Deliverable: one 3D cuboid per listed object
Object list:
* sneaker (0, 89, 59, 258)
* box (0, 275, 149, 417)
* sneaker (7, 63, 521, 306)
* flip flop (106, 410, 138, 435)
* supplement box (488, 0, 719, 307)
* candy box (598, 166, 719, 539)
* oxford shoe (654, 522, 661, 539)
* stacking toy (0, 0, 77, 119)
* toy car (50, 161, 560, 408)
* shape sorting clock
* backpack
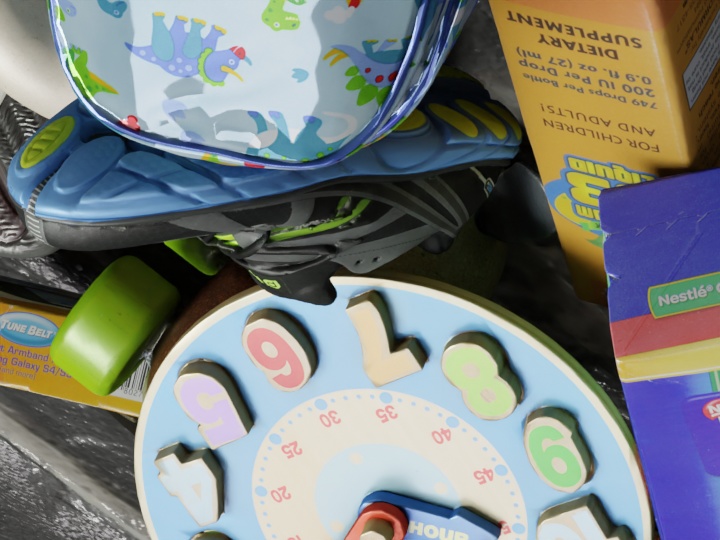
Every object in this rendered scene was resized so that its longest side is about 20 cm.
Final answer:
[{"bbox_3d":[-0.157,-0.076,1.032,0.200,0.076,0.115,43,-165,23],"label":"sneaker"},{"bbox_3d":[-0.130,0.032,1.161,0.119,0.042,0.200,13,-177,-7],"label":"box"},{"bbox_3d":[-0.027,-0.023,0.846,0.071,0.199,0.083,41,123,35],"label":"sneaker"},{"bbox_3d":[-0.064,0.080,1.273,0.200,0.058,0.081,32,162,26],"label":"flip flop"},{"bbox_3d":[0.098,-0.060,0.870,0.066,0.069,0.200,15,153,26],"label":"supplement box"},{"bbox_3d":[0.180,0.041,0.884,0.169,0.077,0.200,-11,142,8],"label":"candy box"},{"bbox_3d":[0.122,0.097,1.028,0.200,0.073,0.071,3,149,-15],"label":"oxford shoe"},{"bbox_3d":[-0.108,-0.124,0.923,0.146,0.146,0.200,40,169,-21],"label":"stacking toy"},{"bbox_3d":[0.000,0.000,0.990,0.164,0.158,0.200,37,141,3],"label":"toy car"},{"bbox_3d":[0.010,0.089,0.948,0.200,0.039,0.200,7,125,11],"label":"shape sorting clock"},{"bbox_3d":[-0.024,-0.127,0.739,0.163,0.154,0.200,11,142,0],"label":"backpack"}]
